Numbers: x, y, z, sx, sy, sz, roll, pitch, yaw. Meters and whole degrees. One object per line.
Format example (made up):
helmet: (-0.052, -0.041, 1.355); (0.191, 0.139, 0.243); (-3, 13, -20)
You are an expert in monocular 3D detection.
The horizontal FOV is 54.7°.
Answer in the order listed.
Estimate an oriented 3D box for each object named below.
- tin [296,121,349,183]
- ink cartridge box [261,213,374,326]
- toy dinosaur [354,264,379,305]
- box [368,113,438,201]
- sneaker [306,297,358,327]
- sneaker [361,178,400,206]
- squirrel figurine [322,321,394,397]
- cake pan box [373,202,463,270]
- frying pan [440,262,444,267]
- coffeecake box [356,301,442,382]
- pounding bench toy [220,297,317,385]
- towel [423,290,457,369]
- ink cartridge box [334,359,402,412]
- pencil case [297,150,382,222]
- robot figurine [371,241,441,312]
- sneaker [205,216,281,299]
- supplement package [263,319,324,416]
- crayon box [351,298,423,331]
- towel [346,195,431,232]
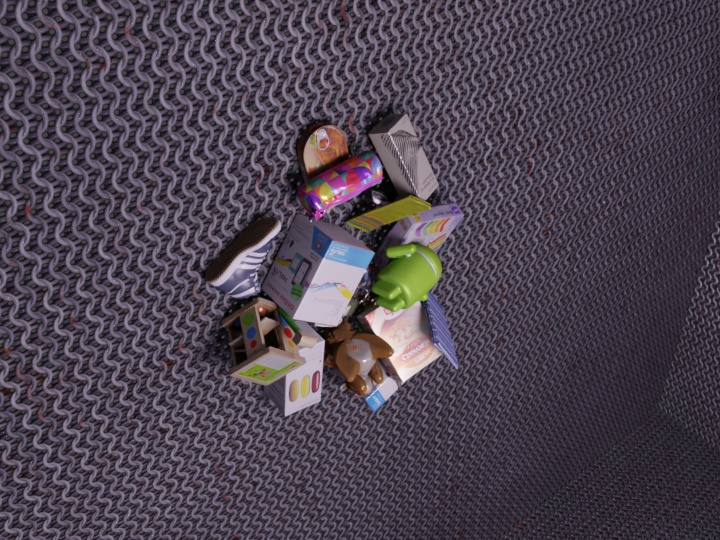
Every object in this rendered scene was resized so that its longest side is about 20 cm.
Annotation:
tin: (-0.079, -0.233, 1.532); (0.112, 0.042, 0.200); (-35, 137, -24)
ink cartridge box: (-0.099, 0.001, 1.598); (0.146, 0.147, 0.201); (14, 108, -47)
toy dinosaur: (0.000, 0.000, 1.746); (0.200, 0.105, 0.182); (-41, 130, -38)
box: (0.101, -0.255, 1.606); (0.082, 0.068, 0.200); (-50, 125, -29)
sneaker: (-0.068, 0.109, 1.746); (0.200, 0.090, 0.067); (0, 118, -43)
sneaker: (0.083, -0.197, 1.692); (0.200, 0.080, 0.087); (-4, 109, -50)
squirrel figurine: (-0.022, 0.233, 1.800); (0.141, 0.200, 0.187); (-37, 151, -21)
cake pan box: (0.146, -0.085, 1.787); (0.184, 0.052, 0.200); (-10, 148, -37)
frying pan: (0.175, 0.008, 1.870); (0.115, 0.031, 0.190); (-54, 151, 1)
coffeecake box: (0.109, 0.164, 1.821); (0.153, 0.073, 0.200); (-32, 97, -18)
pounding bench toy: (-0.194, 0.137, 1.563); (0.200, 0.156, 0.124); (-31, 147, 24)
towel: (0.202, 0.145, 1.820); (0.024, 0.200, 0.145); (-25, 137, 16)
ink cartridge box: (0.054, 0.265, 1.928); (0.200, 0.146, 0.084); (-42, 139, -11)
pencil case: (-0.042, -0.184, 1.513); (0.200, 0.088, 0.089); (-34, 136, -20)
robot figurine: (0.119, 0.015, 1.712); (0.200, 0.115, 0.176); (-41, 130, -27)
sneaker: (-0.232, -0.022, 1.516); (0.200, 0.070, 0.109); (-43, 134, 0)
supplement package: (-0.167, 0.241, 1.735); (0.113, 0.109, 0.201); (-19, 130, -32)
crayon box: (0.092, 0.120, 1.886); (0.200, 0.052, 0.126); (-36, 102, -17)
towel: (0.064, -0.132, 1.645); (0.086, 0.200, 0.018); (14, 66, -47)
